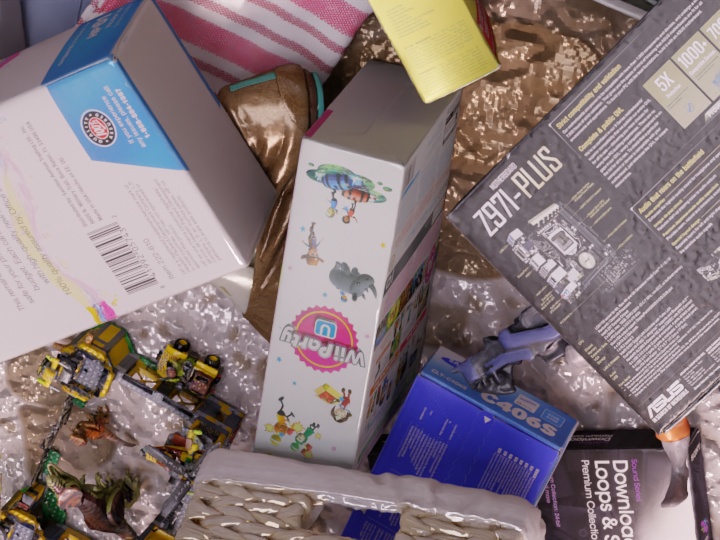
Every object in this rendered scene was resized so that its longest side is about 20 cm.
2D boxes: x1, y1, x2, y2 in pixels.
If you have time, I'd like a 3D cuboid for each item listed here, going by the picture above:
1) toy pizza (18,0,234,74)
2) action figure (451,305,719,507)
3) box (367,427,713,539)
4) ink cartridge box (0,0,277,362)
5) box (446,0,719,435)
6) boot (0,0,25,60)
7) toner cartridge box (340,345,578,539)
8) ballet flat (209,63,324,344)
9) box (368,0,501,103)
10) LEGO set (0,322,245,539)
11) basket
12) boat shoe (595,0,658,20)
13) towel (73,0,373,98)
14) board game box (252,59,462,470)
[{"bbox_3d":[-0.151,-0.188,1.661,0.200,0.032,0.200,6,112,16],"label":"toy pizza"},{"bbox_3d":[0.159,0.031,1.610,0.200,0.105,0.194,-26,93,28],"label":"action figure"},{"bbox_3d":[0.111,0.165,1.706,0.200,0.036,0.143,-3,109,20],"label":"box"},{"bbox_3d":[-0.171,-0.045,1.589,0.200,0.085,0.145,-21,116,24],"label":"ink cartridge box"},{"bbox_3d":[0.174,-0.045,1.474,0.164,0.086,0.200,45,116,2],"label":"box"},{"bbox_3d":[-0.252,-0.147,1.663,0.096,0.074,0.200,13,110,25],"label":"boot"},{"bbox_3d":[0.044,0.152,1.682,0.095,0.043,0.200,28,118,7],"label":"toner cartridge box"},{"bbox_3d":[-0.062,-0.030,1.652,0.072,0.068,0.200,-3,129,-9],"label":"ballet flat"},{"bbox_3d":[0.010,-0.193,1.544,0.050,0.075,0.200,-24,114,10],"label":"box"},{"bbox_3d":[-0.160,0.141,1.745,0.154,0.116,0.200,35,118,3],"label":"LEGO set"},{"bbox_3d":[-0.008,0.227,1.582,0.198,0.161,0.200,8,136,15],"label":"basket"},{"bbox_3d":[0.117,-0.188,1.534,0.200,0.067,0.074,24,118,2],"label":"boat shoe"},{"bbox_3d":[-0.091,-0.115,1.632,0.146,0.030,0.200,21,122,-25],"label":"towel"},{"bbox_3d":[0.000,0.000,1.617,0.064,0.148,0.200,13,114,12],"label":"board game box"}]
